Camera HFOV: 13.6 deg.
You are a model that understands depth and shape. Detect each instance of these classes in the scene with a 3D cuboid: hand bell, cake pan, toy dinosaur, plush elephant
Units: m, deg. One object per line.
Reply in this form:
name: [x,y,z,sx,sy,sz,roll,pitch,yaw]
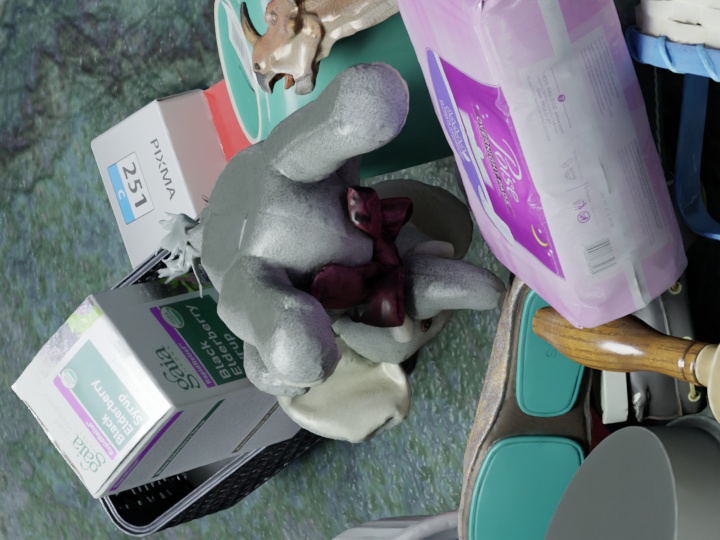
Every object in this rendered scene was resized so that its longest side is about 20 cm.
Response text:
hand bell: [0.161,0.042,1.462,0.200,0.104,0.105,16,116,45]
cake pan: [0.134,0.166,1.519,0.200,0.037,0.201,-163,90,-72]
toy dinosaur: [0.020,-0.185,1.563,0.135,0.200,0.086,16,151,33]
plush elephant: [0.000,0.000,1.574,0.200,0.154,0.166,-9,65,60]

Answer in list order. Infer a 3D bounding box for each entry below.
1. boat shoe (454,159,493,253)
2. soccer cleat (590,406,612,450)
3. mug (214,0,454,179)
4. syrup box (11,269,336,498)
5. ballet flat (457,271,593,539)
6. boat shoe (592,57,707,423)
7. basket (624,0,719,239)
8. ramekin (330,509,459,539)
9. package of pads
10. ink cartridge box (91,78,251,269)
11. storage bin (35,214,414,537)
boat shoe: [0.092,-0.072,1.593,0.200,0.073,0.066,88,167,-62]
soccer cleat: [0.144,0.140,1.660,0.200,0.067,0.077,48,166,22]
mug: [-0.018,-0.124,1.680,0.185,0.114,0.153,167,88,-77]
syrup box: [-0.090,0.055,1.655,0.079,0.200,0.081,51,117,16]
ballet flat: [0.092,0.071,1.603,0.067,0.068,0.201,-101,22,-60]
boat shoe: [0.152,-0.020,1.584,0.072,0.060,0.202,-102,10,-76]
basket: [0.213,-0.098,1.407,0.176,0.139,0.201,22,113,49]
ramekin: [0.040,0.232,1.709,0.098,0.200,0.202,1,104,59]
package of pads: [0.085,-0.082,1.457,0.121,0.075,0.201,44,159,56]
ink cartridge box: [-0.082,-0.018,1.890,0.176,0.045,0.201,-25,83,53]
storage bin: [-0.083,0.055,1.822,0.200,0.094,0.136,-38,77,28]
